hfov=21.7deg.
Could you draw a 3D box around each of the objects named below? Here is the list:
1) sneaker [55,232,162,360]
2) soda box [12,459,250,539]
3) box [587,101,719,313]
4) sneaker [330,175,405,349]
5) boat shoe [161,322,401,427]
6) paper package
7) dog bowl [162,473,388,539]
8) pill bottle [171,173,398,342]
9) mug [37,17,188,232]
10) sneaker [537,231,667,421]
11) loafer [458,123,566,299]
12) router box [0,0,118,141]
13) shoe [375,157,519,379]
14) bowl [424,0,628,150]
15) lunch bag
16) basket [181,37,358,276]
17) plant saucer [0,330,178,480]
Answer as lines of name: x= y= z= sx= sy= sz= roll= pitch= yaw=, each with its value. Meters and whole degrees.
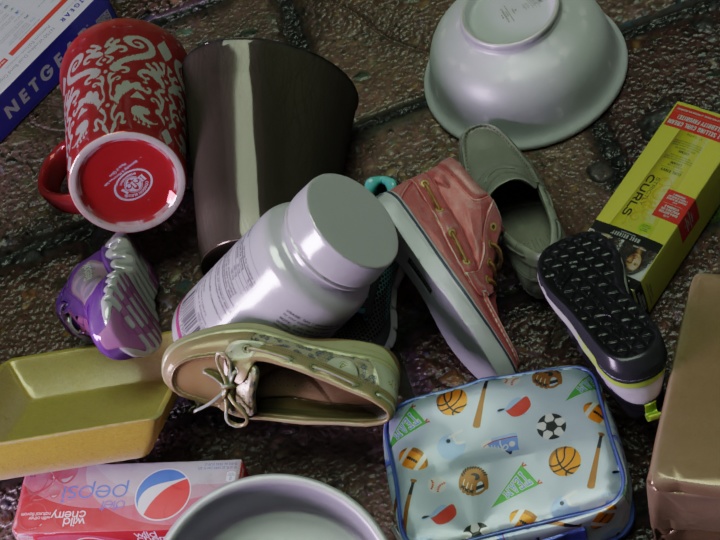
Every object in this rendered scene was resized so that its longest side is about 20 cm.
sneaker: x=-0.232 y=0.035 z=1.688 sx=0.088 sy=0.081 sz=0.200 roll=-26 pitch=21 yaw=4
soda box: x=-0.188 y=0.205 z=1.580 sx=0.198 sy=0.064 sz=0.070 roll=-4 pitch=53 yaw=15
box: x=0.262 y=-0.053 z=1.641 sx=0.075 sy=0.050 sz=0.200 roll=23 pitch=63 yaw=32
sneaker: x=0.000 y=0.000 z=1.658 sx=0.077 sy=0.091 sz=0.201 roll=4 pitch=55 yaw=22
boat shoe: x=-0.067 y=0.090 z=1.531 sx=0.198 sy=0.074 sz=0.063 roll=1 pitch=34 yaw=4
paper package: x=0.333 y=0.116 z=1.456 sx=0.189 sy=0.104 sz=0.201 roll=5 pitch=55 yaw=19
dog bowl: x=-0.064 y=0.263 z=1.446 sx=0.198 sy=0.079 sz=0.202 roll=-1 pitch=69 yaw=3
pill bottle: x=-0.063 y=0.014 z=1.587 sx=0.200 sy=0.113 sz=0.114 roll=-43 pitch=38 yaw=37
mug: x=-0.226 y=-0.116 z=1.781 sx=0.132 sy=0.179 sz=0.201 roll=12 pitch=31 yaw=-15
sneaker: x=0.197 y=0.049 z=1.530 sx=0.071 sy=0.083 sz=0.201 roll=-18 pitch=38 yaw=0
loafer: x=0.137 y=-0.065 z=1.675 sx=0.069 sy=0.070 sz=0.201 roll=-25 pitch=52 yaw=-3
router box: x=-0.388 y=-0.245 z=1.998 sx=0.179 sy=0.049 sz=0.200 roll=28 pitch=66 yaw=32
shoe: x=0.097 y=0.001 z=1.606 sx=0.091 sy=0.072 sz=0.201 roll=-31 pitch=81 yaw=-17
bowl: x=0.149 y=-0.217 z=1.778 sx=0.199 sy=0.091 sz=0.202 roll=-9 pitch=52 yaw=12
lunch bag: x=0.115 y=0.167 z=1.506 sx=0.198 sy=0.076 sz=0.161 roll=-15 pitch=53 yaw=5
basket: x=-0.085 y=-0.087 z=1.724 sx=0.136 sy=0.179 sz=0.202 roll=-34 pitch=46 yaw=46
plant saucer: x=-0.241 y=0.121 z=1.628 sx=0.198 sy=0.049 sz=0.200 roll=-11 pitch=19 yaw=11
